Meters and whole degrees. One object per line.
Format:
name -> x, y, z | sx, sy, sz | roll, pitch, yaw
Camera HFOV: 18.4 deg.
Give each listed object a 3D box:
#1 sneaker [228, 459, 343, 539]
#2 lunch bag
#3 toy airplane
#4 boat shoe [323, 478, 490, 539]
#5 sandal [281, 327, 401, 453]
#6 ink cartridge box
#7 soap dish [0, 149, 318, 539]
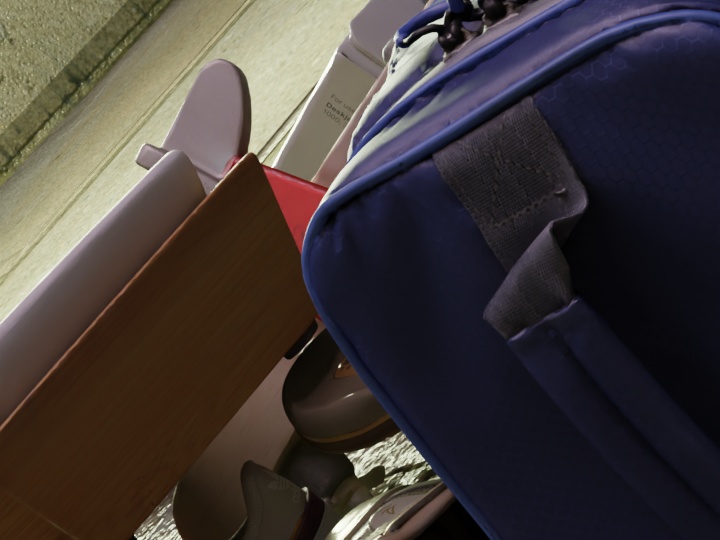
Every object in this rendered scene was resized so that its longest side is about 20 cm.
sneaker -> -0.080, 0.152, 0.778 | 0.200, 0.090, 0.075 | -43, 13, 2
lunch bag -> 0.082, 0.002, 0.527 | 0.136, 0.200, 0.132 | -31, 20, 27
toy airplane -> 0.000, 0.000, 0.885 | 0.200, 0.141, 0.199 | -25, 62, 28
boat shoe -> 0.002, 0.125, 0.672 | 0.065, 0.072, 0.200 | -35, 10, 38
sandal -> 0.035, 0.002, 0.699 | 0.200, 0.054, 0.080 | -26, 23, 43
ink cartridge box -> 0.018, -0.062, 1.056 | 0.145, 0.085, 0.200 | -56, -2, -41
soap dish -> -0.107, 0.059, 0.785 | 0.157, 0.081, 0.200 | -50, 5, -36
